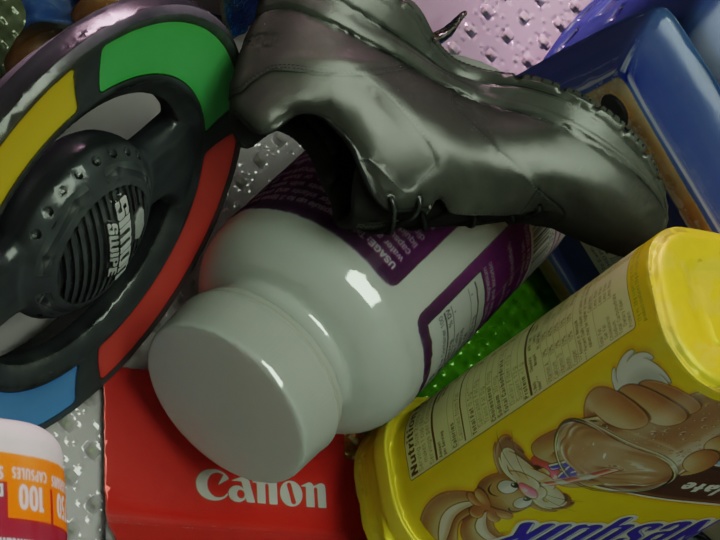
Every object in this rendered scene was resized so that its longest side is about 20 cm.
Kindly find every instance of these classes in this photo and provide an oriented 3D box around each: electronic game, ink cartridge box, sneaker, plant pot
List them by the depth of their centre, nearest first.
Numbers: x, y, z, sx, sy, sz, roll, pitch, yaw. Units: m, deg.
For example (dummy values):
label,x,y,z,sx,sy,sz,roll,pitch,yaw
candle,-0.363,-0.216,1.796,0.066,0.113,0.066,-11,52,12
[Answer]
label,x,y,z,sx,sy,sz,roll,pitch,yaw
electronic game,-0.112,-0.017,0.952,0.042,0.200,0.200,31,51,22
sneaker,0.032,-0.046,0.990,0.200,0.076,0.091,26,68,-12
ink cartridge box,-0.030,0.141,1.033,0.161,0.050,0.200,8,73,-33
plant pot,0.179,-0.056,1.149,0.180,0.200,0.200,-35,97,-29

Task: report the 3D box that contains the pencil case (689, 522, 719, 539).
label,x,y,z,sx,sy,sz,roll,pitch,yaw
pencil case,0.204,0.088,1.113,0.078,0.200,0.090,-18,88,-38

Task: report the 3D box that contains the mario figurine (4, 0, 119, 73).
label,x,y,z,sx,sy,sz,roll,pitch,yaw
mario figurine,-0.162,-0.172,0.972,0.200,0.123,0.106,62,9,4

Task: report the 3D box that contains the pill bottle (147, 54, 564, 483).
label,x,y,z,sx,sy,sz,roll,pitch,yaw
pill bottle,0.000,0.000,1.053,0.112,0.112,0.200,53,52,-9

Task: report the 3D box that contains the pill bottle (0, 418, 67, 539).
label,x,y,z,sx,sy,sz,roll,pitch,yaw
pill bottle,-0.162,0.160,0.894,0.113,0.113,0.200,5,73,-33

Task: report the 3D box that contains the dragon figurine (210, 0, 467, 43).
label,x,y,z,sx,sy,sz,roll,pitch,yaw
dragon figurine,-0.015,-0.131,1.093,0.200,0.099,0.059,16,68,-30

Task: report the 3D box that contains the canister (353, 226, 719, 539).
label,x,y,z,sx,sy,sz,roll,pitch,yaw
canister,0.113,0.066,1.032,0.148,0.200,0.087,11,56,-34
